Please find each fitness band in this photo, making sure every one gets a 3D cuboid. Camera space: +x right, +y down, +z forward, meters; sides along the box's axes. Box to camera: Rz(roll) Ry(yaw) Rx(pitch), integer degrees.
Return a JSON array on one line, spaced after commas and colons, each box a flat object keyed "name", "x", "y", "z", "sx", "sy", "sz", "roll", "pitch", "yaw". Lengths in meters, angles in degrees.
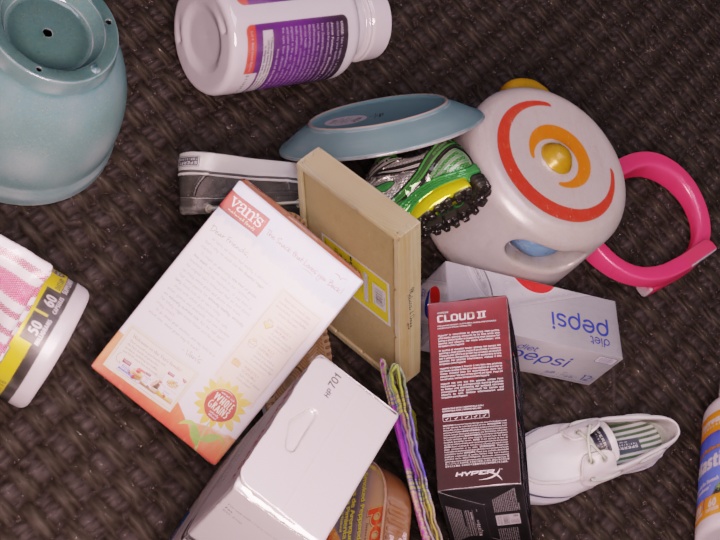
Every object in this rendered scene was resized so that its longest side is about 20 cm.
[{"name": "fitness band", "x": 0.302, "y": -0.052, "z": 1.790, "sx": 0.200, "sy": 0.037, "sz": 0.144, "roll": -26, "pitch": 75, "yaw": -40}]

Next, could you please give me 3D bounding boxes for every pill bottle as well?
[{"name": "pill bottle", "x": -0.071, "y": -0.237, "z": 1.626, "sx": 0.199, "sy": 0.111, "sz": 0.112, "roll": -13, "pitch": 69, "yaw": -36}, {"name": "pill bottle", "x": -0.326, "y": 0.015, "z": 1.320, "sx": 0.199, "sy": 0.111, "sz": 0.112, "roll": 30, "pitch": 51, "yaw": -11}, {"name": "pill bottle", "x": 0.390, "y": 0.188, "z": 1.643, "sx": 0.112, "sy": 0.112, "sz": 0.201, "roll": 24, "pitch": 52, "yaw": -16}]

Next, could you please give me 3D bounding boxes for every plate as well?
[{"name": "plate", "x": 0.018, "y": -0.140, "z": 1.578, "sx": 0.200, "sy": 0.200, "sz": 0.026, "roll": -24, "pitch": 111, "yaw": -38}]

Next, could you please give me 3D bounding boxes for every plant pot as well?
[{"name": "plant pot", "x": -0.286, "y": -0.177, "z": 1.446, "sx": 0.199, "sy": 0.134, "sz": 0.201, "roll": 15, "pitch": 56, "yaw": -22}]

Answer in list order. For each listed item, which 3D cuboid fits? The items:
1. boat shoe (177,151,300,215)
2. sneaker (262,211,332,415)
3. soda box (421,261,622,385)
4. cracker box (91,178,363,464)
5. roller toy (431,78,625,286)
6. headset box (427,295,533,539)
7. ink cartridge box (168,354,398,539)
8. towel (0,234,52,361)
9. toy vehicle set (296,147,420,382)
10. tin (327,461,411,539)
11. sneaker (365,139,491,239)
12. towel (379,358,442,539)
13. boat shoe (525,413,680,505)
[{"name": "boat shoe", "x": -0.084, "y": -0.069, "z": 1.552, "sx": 0.199, "sy": 0.071, "sz": 0.064, "roll": 4, "pitch": 87, "yaw": -35}, {"name": "sneaker", "x": -0.086, "y": 0.047, "z": 1.483, "sx": 0.071, "sy": 0.112, "sz": 0.201, "roll": -6, "pitch": 96, "yaw": -35}, {"name": "soda box", "x": 0.154, "y": 0.052, "z": 1.616, "sx": 0.199, "sy": 0.063, "sz": 0.069, "roll": 13, "pitch": 56, "yaw": -24}, {"name": "cracker box", "x": -0.109, "y": 0.041, "z": 1.393, "sx": 0.134, "sy": 0.058, "sz": 0.200, "roll": 39, "pitch": 94, "yaw": -4}, {"name": "roller toy", "x": 0.165, "y": -0.082, "z": 1.655, "sx": 0.183, "sy": 0.140, "sz": 0.200, "roll": 47, "pitch": 49, "yaw": 1}, {"name": "headset box", "x": 0.106, "y": 0.129, "z": 1.477, "sx": 0.077, "sy": 0.149, "sz": 0.201, "roll": -7, "pitch": 60, "yaw": 6}, {"name": "ink cartridge box", "x": -0.073, "y": 0.179, "z": 1.313, "sx": 0.086, "sy": 0.200, "sz": 0.147, "roll": 38, "pitch": 50, "yaw": -5}, {"name": "towel", "x": -0.339, "y": 0.042, "z": 1.256, "sx": 0.146, "sy": 0.201, "sz": 0.030, "roll": 29, "pitch": 16, "yaw": -11}, {"name": "toy vehicle set", "x": 0.000, "y": 0.000, "z": 1.445, "sx": 0.026, "sy": 0.201, "sz": 0.124, "roll": -36, "pitch": 57, "yaw": -26}, {"name": "tin", "x": -0.008, "y": 0.251, "z": 1.365, "sx": 0.042, "sy": 0.112, "sz": 0.201, "roll": 27, "pitch": 51, "yaw": -27}, {"name": "sneaker", "x": 0.019, "y": -0.056, "z": 1.561, "sx": 0.199, "sy": 0.078, "sz": 0.085, "roll": -28, "pitch": 65, "yaw": -6}, {"name": "towel", "x": 0.054, "y": 0.189, "z": 1.433, "sx": 0.023, "sy": 0.144, "sz": 0.201, "roll": -15, "pitch": 62, "yaw": 2}, {"name": "boat shoe", "x": 0.217, "y": 0.167, "z": 1.581, "sx": 0.199, "sy": 0.067, "sz": 0.074, "roll": -13, "pitch": 69, "yaw": -36}]
